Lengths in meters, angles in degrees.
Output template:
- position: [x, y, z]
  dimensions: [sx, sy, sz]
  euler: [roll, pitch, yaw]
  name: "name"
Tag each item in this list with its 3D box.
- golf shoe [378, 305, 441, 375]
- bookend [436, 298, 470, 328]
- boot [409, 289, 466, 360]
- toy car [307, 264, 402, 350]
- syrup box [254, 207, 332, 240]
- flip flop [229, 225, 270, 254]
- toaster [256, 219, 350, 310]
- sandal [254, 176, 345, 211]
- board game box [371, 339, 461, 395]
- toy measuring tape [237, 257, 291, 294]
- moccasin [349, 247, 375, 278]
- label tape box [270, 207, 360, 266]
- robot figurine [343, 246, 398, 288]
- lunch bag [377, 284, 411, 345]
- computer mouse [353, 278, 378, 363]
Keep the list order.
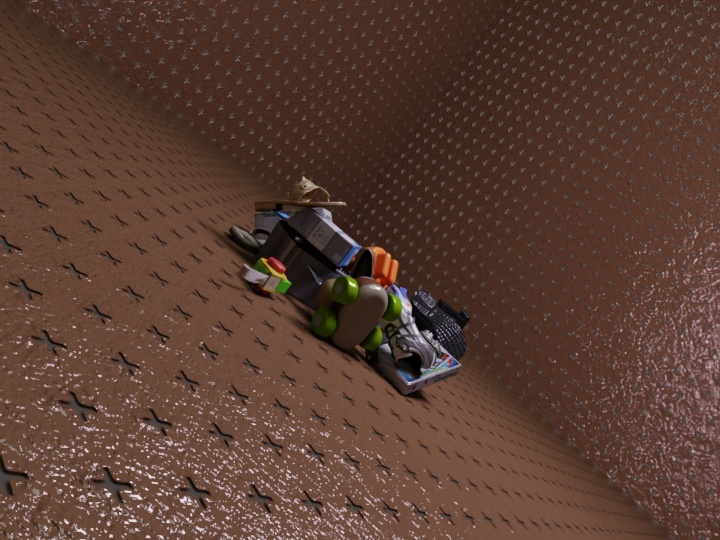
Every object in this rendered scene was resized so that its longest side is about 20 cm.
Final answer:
- position: [0.087, 0.143, 1.413]
  dimensions: [0.199, 0.095, 0.078]
  euler: [40, -40, -1]
  name: "golf shoe"
- position: [0.206, 0.160, 2.028]
  dimensions: [0.198, 0.200, 0.092]
  euler: [37, 7, -8]
  name: "bookend"
- position: [0.189, 0.145, 1.628]
  dimensions: [0.202, 0.069, 0.132]
  euler: [58, -15, 13]
  name: "boot"
- position: [-0.036, 0.051, 1.378]
  dimensions: [0.162, 0.159, 0.201]
  euler: [22, 21, -39]
  name: "toy car"
- position: [-0.178, -0.116, 1.719]
  dimensions: [0.195, 0.084, 0.079]
  euler: [-5, -5, 13]
  name: "syrup box"
- position: [-0.251, -0.078, 1.597]
  dimensions: [0.081, 0.058, 0.199]
  euler: [41, 5, 28]
  name: "flip flop"
- position: [-0.140, -0.017, 1.526]
  dimensions: [0.199, 0.120, 0.181]
  euler: [35, 5, -34]
  name: "toaster"
- position: [-0.138, -0.175, 1.441]
  dimensions: [0.206, 0.072, 0.078]
  euler: [-3, 1, 7]
  name: "sandal"
- position: [0.127, 0.210, 1.480]
  dimensions: [0.197, 0.035, 0.126]
  euler: [-8, 41, -45]
  name: "board game box"
- position: [-0.196, 0.003, 1.243]
  dimensions: [0.073, 0.074, 0.200]
  euler: [40, 5, 22]
  name: "toy measuring tape"
- position: [-0.003, 0.047, 1.534]
  dimensions: [0.072, 0.206, 0.078]
  euler: [19, -1, 1]
  name: "moccasin"
- position: [-0.098, -0.095, 1.477]
  dimensions: [0.199, 0.064, 0.144]
  euler: [40, 5, 4]
  name: "label tape box"
- position: [-0.001, -0.001, 1.656]
  dimensions: [0.196, 0.120, 0.143]
  euler: [-4, 11, 36]
  name: "robot figurine"
- position: [0.059, 0.111, 1.615]
  dimensions: [0.075, 0.161, 0.200]
  euler: [38, 6, -9]
  name: "lunch bag"
- position: [-0.001, 0.111, 1.447]
  dimensions: [0.034, 0.058, 0.204]
  euler: [11, 52, -45]
  name: "computer mouse"
